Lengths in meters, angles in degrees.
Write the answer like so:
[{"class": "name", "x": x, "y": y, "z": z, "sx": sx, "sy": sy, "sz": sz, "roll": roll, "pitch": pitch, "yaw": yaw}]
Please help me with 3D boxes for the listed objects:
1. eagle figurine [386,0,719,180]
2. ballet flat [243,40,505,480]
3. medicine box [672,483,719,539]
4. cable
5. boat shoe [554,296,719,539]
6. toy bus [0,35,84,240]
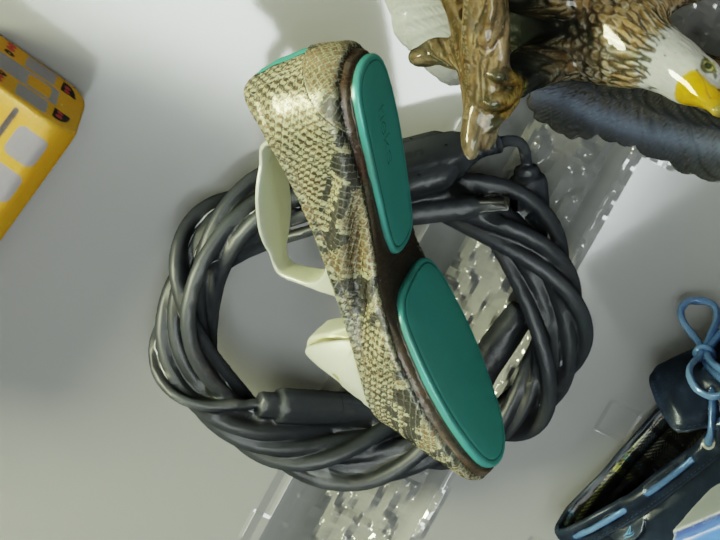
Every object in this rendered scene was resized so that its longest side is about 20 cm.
[{"class": "eagle figurine", "x": 0.122, "y": -0.104, "z": 0.921, "sx": 0.199, "sy": 0.152, "sz": 0.152, "roll": -11, "pitch": 160, "yaw": -31}, {"class": "ballet flat", "x": 0.000, "y": 0.000, "z": 0.940, "sx": 0.075, "sy": 0.068, "sz": 0.202, "roll": -11, "pitch": 111, "yaw": 26}, {"class": "medicine box", "x": 0.255, "y": 0.154, "z": 0.902, "sx": 0.181, "sy": 0.103, "sz": 0.201, "roll": -26, "pitch": 87, "yaw": 24}, {"class": "cable", "x": 0.002, "y": 0.024, "z": 1.006, "sx": 0.198, "sy": 0.051, "sz": 0.164, "roll": -16, "pitch": 116, "yaw": 2}, {"class": "boat shoe", "x": 0.159, "y": 0.068, "z": 1.005, "sx": 0.068, "sy": 0.084, "sz": 0.201, "roll": 29, "pitch": 106, "yaw": -8}, {"class": "toy bus", "x": -0.209, "y": -0.013, "z": 0.973, "sx": 0.078, "sy": 0.065, "sz": 0.200, "roll": 34, "pitch": 107, "yaw": -15}]
